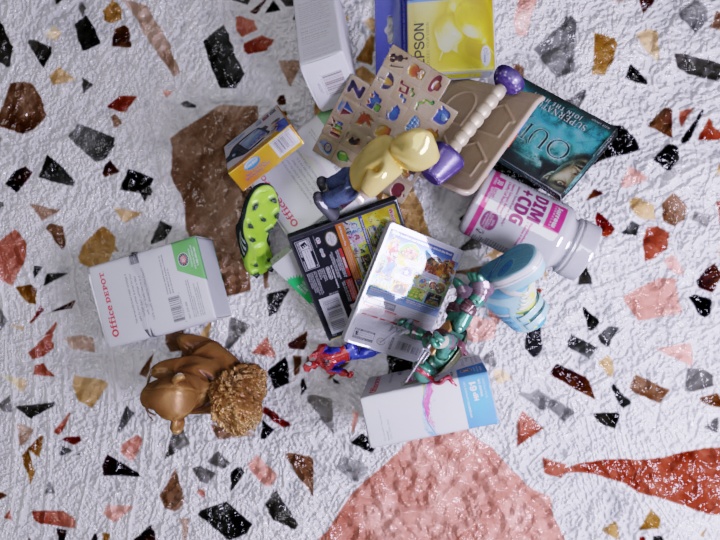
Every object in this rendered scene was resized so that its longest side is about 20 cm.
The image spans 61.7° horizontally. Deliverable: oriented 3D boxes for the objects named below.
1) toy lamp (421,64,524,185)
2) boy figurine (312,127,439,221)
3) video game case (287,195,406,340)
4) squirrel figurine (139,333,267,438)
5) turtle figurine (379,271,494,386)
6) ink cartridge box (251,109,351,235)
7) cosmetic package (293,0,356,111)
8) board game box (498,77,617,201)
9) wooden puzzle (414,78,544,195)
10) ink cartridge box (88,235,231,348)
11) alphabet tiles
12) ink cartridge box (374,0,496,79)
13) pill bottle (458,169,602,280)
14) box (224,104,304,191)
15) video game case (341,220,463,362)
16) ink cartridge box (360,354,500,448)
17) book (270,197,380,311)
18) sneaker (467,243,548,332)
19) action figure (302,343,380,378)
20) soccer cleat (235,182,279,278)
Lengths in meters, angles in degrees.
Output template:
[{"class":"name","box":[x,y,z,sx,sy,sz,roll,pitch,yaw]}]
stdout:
[{"class":"toy lamp","box":[0.164,-0.211,0.891,0.058,0.058,0.200,40,84,5]},{"class":"boy figurine","box":[0.023,-0.151,0.882,0.200,0.125,0.064,-25,127,26]},{"class":"video game case","box":[0.000,0.000,0.979,0.180,0.026,0.200,-20,116,-1]},{"class":"squirrel figurine","box":[-0.251,0.193,0.981,0.199,0.187,0.142,9,91,6]},{"class":"turtle figurine","box":[0.117,0.096,0.906,0.101,0.150,0.200,46,71,-21]},{"class":"ink cartridge box","box":[-0.070,-0.161,1.012,0.200,0.088,0.145,-36,86,4]},{"class":"cosmetic package","box":[-0.057,-0.366,0.963,0.074,0.102,0.200,-15,57,9]},{"class":"board game box","box":[0.281,-0.216,0.962,0.200,0.028,0.135,40,91,28]},{"class":"wooden puzzle","box":[0.170,-0.213,0.961,0.200,0.046,0.185,-51,43,-5]},{"class":"ink cartridge box","box":[-0.345,0.037,1.043,0.200,0.084,0.146,-15,88,6]},{"class":"alphabet tiles","box":[0.042,-0.226,0.918,0.167,0.008,0.200,31,113,-2]},{"class":"ink cartridge box","box":[0.122,-0.415,1.006,0.199,0.047,0.198,-2,84,5]},{"class":"pill bottle","box":[0.268,-0.071,0.961,0.200,0.113,0.114,27,93,5]},{"class":"box","box":[-0.162,-0.205,0.973,0.119,0.200,0.041,-38,120,4]},{"class":"video game case","box":[0.069,0.038,0.963,0.143,0.018,0.200,20,96,-23]},{"class":"ink cartridge box","box":[0.107,0.205,0.961,0.200,0.145,0.085,-14,90,6]},{"class":"book","box":[-0.030,-0.033,0.996,0.200,0.048,0.134,-39,121,8]},{"class":"sneaker","box":[0.258,0.034,0.932,0.130,0.200,0.080,39,74,-3]},{"class":"action figure","box":[-0.008,0.136,1.000,0.200,0.099,0.065,-21,95,9]},{"class":"soccer cleat","box":[-0.175,-0.072,0.980,0.067,0.200,0.081,-21,57,-28]}]
